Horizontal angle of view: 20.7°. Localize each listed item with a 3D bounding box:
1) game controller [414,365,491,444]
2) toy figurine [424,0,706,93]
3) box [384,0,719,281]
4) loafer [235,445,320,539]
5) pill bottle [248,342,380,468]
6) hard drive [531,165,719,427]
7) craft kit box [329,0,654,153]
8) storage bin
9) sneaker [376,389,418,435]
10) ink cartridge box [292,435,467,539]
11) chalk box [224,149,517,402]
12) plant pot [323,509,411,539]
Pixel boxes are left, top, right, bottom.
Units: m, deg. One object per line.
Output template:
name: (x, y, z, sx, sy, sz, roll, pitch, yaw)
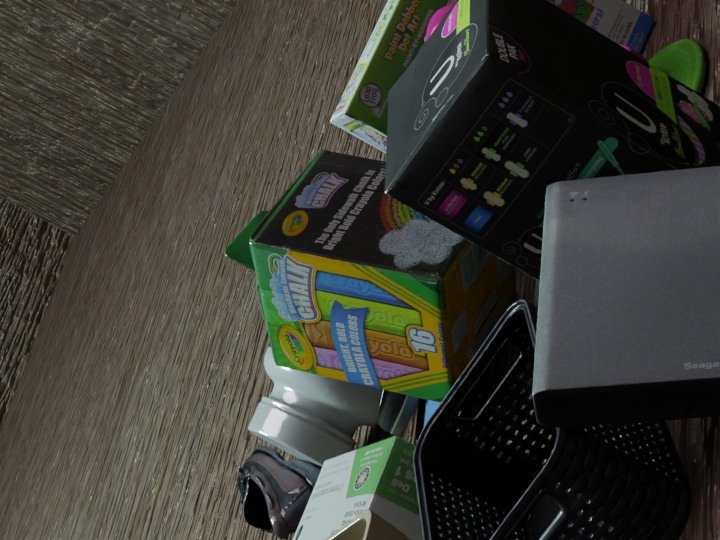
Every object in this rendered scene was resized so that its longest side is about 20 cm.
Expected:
game controller: (0.071, 0.079, 1.526, 0.104, 0.042, 0.200, -51, 17, 34)
toy figurine: (0.122, -0.124, 1.446, 0.200, 0.184, 0.150, -60, 15, 7)
box: (0.130, -0.082, 1.308, 0.124, 0.200, 0.149, -53, 16, 28)
loafer: (-0.080, 0.199, 1.727, 0.063, 0.072, 0.200, -32, 9, -19)
pill bottle: (-0.013, 0.065, 1.678, 0.200, 0.119, 0.120, -63, 15, -9)
hard drive: (0.175, 0.012, 1.150, 0.200, 0.139, 0.033, -80, -19, -51)
craft kit box: (0.105, -0.156, 1.539, 0.200, 0.197, 0.049, -64, 16, -14)
storage bin: (0.111, 0.125, 1.207, 0.135, 0.094, 0.200, -56, 16, 19)
sneaker: (0.003, 0.032, 1.587, 0.075, 0.106, 0.200, 111, 165, -69)
ink cartridge box: (-0.004, 0.233, 1.410, 0.146, 0.084, 0.200, -30, 33, 64)
chalk box: (0.000, 0.000, 1.462, 0.125, 0.200, 0.124, -53, -35, -42)
plant pot: (0.009, 0.284, 1.086, 0.200, 0.177, 0.200, -43, 23, 49)
